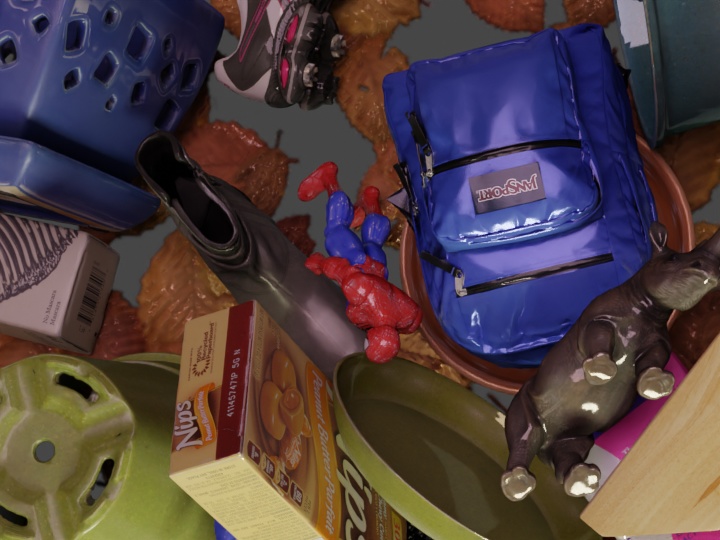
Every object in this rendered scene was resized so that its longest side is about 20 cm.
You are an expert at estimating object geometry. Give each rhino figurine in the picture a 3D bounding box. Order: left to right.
[{"bbox_3d":[0.150,0.045,1.118,0.060,0.087,0.200,32,110,-11],"label":"rhino figurine"}]

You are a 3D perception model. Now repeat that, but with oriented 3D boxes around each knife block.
[{"bbox_3d":[0.217,0.056,1.097,0.200,0.064,0.176,-7,96,23],"label":"knife block"}]

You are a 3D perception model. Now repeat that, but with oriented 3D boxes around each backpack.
[{"bbox_3d":[0.099,-0.040,1.215,0.162,0.168,0.200,-14,80,16],"label":"backpack"}]

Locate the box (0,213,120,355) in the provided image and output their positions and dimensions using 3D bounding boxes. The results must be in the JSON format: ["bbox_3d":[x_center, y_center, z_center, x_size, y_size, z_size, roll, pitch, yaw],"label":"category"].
[{"bbox_3d":[-0.282,-0.003,1.392,0.200,0.068,0.082,11,80,17],"label":"box"}]

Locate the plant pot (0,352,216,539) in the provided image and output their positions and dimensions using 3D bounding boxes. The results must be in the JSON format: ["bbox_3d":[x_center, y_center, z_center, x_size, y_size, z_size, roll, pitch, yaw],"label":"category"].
[{"bbox_3d":[-0.175,0.132,1.265,0.200,0.190,0.200,-4,75,14],"label":"plant pot"}]

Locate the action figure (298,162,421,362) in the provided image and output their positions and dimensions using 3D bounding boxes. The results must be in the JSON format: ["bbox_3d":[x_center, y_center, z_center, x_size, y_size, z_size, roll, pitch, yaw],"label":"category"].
[{"bbox_3d":[0.000,0.000,1.264,0.052,0.065,0.200,-48,27,15],"label":"action figure"}]

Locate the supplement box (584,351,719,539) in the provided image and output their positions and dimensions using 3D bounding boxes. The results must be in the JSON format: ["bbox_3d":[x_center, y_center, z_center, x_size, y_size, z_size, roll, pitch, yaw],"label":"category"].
[{"bbox_3d":[0.213,0.154,1.205,0.101,0.103,0.200,-39,68,4],"label":"supplement box"}]

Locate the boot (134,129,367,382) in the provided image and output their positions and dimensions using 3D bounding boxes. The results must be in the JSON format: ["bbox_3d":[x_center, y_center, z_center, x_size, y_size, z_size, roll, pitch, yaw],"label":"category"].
[{"bbox_3d":[-0.075,-0.003,1.305,0.068,0.131,0.200,-44,70,1],"label":"boot"}]

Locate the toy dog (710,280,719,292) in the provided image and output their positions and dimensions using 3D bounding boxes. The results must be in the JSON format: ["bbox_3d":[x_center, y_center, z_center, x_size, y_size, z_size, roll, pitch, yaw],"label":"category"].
[{"bbox_3d":[0.315,0.057,1.199,0.194,0.140,0.200,-7,67,-33],"label":"toy dog"}]

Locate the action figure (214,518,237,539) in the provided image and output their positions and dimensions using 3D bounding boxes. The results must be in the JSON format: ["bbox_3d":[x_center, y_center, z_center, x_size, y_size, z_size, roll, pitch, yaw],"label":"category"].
[{"bbox_3d":[-0.075,0.147,1.226,0.052,0.065,0.200,-9,70,21],"label":"action figure"}]

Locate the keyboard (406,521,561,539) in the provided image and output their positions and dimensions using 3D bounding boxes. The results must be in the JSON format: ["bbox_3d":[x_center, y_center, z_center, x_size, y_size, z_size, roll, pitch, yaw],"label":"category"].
[{"bbox_3d":[0.073,0.185,1.247,0.200,0.040,0.104,25,63,26],"label":"keyboard"}]

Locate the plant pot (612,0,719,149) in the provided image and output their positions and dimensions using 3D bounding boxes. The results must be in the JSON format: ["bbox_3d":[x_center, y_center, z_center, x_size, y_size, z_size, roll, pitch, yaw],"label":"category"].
[{"bbox_3d":[0.267,-0.195,1.243,0.196,0.200,0.200,-11,73,4],"label":"plant pot"}]

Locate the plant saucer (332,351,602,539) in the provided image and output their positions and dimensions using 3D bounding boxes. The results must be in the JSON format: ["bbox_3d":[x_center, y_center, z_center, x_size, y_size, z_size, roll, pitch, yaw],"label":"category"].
[{"bbox_3d":[0.060,0.125,1.201,0.200,0.200,0.031,41,110,20],"label":"plant saucer"}]

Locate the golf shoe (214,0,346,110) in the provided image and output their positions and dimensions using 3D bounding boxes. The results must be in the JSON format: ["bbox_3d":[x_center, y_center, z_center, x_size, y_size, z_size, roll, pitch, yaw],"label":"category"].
[{"bbox_3d":[-0.045,-0.215,1.384,0.088,0.077,0.200,12,77,26],"label":"golf shoe"}]

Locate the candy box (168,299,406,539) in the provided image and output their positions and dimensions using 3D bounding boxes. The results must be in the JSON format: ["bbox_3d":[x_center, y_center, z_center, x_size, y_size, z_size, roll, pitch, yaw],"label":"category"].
[{"bbox_3d":[-0.039,0.123,1.191,0.055,0.200,0.116,-18,47,24],"label":"candy box"}]

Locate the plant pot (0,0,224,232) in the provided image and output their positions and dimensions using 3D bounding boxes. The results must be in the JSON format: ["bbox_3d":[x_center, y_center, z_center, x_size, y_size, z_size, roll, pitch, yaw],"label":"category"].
[{"bbox_3d":[-0.238,-0.134,1.342,0.200,0.200,0.180,10,85,26],"label":"plant pot"}]

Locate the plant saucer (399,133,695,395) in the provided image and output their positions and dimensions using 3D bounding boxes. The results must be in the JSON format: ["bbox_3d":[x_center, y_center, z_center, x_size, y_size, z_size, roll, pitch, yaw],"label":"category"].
[{"bbox_3d":[0.127,-0.010,1.304,0.200,0.037,0.200,-4,76,14],"label":"plant saucer"}]
